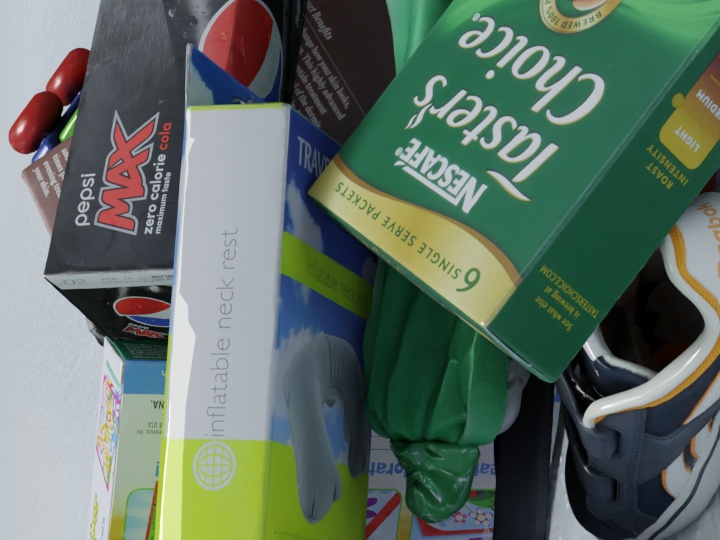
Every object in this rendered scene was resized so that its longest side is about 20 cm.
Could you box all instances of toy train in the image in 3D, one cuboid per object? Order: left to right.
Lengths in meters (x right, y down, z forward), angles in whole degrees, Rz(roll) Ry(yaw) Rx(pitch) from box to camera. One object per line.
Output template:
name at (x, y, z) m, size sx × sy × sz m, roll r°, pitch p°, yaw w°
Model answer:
toy train at (-0.100, -0.112, 1.041) m, size 0.116 × 0.084 × 0.200 m, roll -51°, pitch 9°, yaw 24°

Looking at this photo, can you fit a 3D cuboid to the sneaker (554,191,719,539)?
sneaker at (0.101, 0.036, 0.728) m, size 0.200 × 0.079 × 0.079 m, roll 116°, pitch 147°, yaw -49°

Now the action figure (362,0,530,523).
action figure at (0.042, -0.006, 0.752) m, size 0.118 × 0.055 × 0.202 m, roll 4°, pitch 78°, yaw 43°

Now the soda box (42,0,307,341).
soda box at (-0.069, -0.074, 0.821) m, size 0.063 × 0.070 × 0.201 m, roll 51°, pitch -139°, yaw -56°

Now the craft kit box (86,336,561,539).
craft kit box at (-0.020, 0.130, 0.866) m, size 0.048 × 0.198 × 0.199 m, roll -149°, pitch 64°, yaw -68°

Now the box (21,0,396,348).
box at (-0.038, -0.050, 0.877) m, size 0.075 × 0.199 × 0.100 m, roll 46°, pitch -168°, yaw -54°

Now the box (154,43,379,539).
box at (-0.031, 0.028, 0.746) m, size 0.122 × 0.047 × 0.202 m, roll 32°, pitch -121°, yaw -69°

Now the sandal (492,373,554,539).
sandal at (0.058, 0.025, 0.805) m, size 0.076 × 0.042 × 0.201 m, roll 87°, pitch -171°, yaw -49°

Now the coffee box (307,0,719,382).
coffee box at (0.080, -0.073, 0.675) m, size 0.200 × 0.044 × 0.123 m, roll -52°, pitch 39°, yaw 1°

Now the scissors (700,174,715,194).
scissors at (0.136, -0.068, 0.737) m, size 0.200 × 0.014 × 0.074 m, roll 120°, pitch 148°, yaw -49°
